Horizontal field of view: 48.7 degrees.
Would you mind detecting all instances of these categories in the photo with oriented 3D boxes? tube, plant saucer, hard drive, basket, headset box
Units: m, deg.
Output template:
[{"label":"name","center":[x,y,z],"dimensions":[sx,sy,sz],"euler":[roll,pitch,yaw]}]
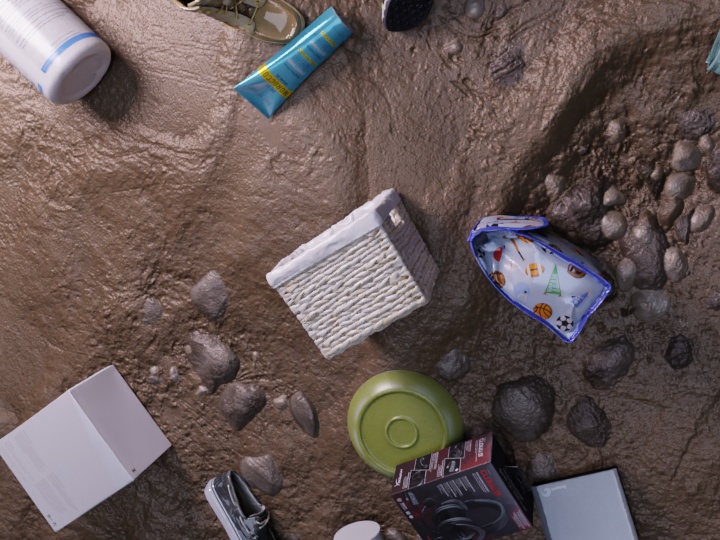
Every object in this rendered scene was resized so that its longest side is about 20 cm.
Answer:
[{"label":"tube","center":[-0.101,-0.324,1.239],"dimensions":[0.200,0.050,0.077],"euler":[-38,121,19]},{"label":"plant saucer","center":[0.072,0.266,1.333],"dimensions":[0.200,0.031,0.200],"euler":[3,102,13]},{"label":"hard drive","center":[0.368,0.424,1.266],"dimensions":[0.139,0.033,0.200],"euler":[-18,81,18]},{"label":"basket","center":[0.000,0.000,1.210],"dimensions":[0.200,0.198,0.161],"euler":[-32,97,17]},{"label":"headset box","center":[0.173,0.359,1.279],"dimensions":[0.200,0.077,0.149],"euler":[-24,111,23]}]

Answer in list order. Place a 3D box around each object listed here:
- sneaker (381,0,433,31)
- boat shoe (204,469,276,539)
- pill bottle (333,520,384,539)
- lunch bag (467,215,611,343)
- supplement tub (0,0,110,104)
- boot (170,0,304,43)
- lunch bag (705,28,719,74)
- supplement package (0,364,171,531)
[{"label":"sneaker","center":[0.071,-0.441,1.145],"dimensions":[0.072,0.083,0.200],"euler":[-3,144,-15]},{"label":"boat shoe","center":[-0.196,0.445,1.414],"dimensions":[0.071,0.072,0.200],"euler":[-40,88,22]},{"label":"pill bottle","center":[0.018,0.539,1.362],"dimensions":[0.112,0.112,0.200],"euler":[-12,99,16]},{"label":"lunch bag","center":[0.251,-0.012,1.156],"dimensions":[0.200,0.170,0.124],"euler":[33,104,6]},{"label":"supplement tub","center":[-0.518,-0.380,1.288],"dimensions":[0.200,0.132,0.132],"euler":[45,108,1]},{"label":"boot","center":[-0.192,-0.399,1.190],"dimensions":[0.200,0.155,0.073],"euler":[28,107,6]},{"label":"lunch bag","center":[0.571,-0.325,1.039],"dimensions":[0.170,0.122,0.200],"euler":[23,100,7]},{"label":"supplement package","center":[-0.491,0.313,1.419],"dimensions":[0.200,0.147,0.191],"euler":[-34,92,18]}]
